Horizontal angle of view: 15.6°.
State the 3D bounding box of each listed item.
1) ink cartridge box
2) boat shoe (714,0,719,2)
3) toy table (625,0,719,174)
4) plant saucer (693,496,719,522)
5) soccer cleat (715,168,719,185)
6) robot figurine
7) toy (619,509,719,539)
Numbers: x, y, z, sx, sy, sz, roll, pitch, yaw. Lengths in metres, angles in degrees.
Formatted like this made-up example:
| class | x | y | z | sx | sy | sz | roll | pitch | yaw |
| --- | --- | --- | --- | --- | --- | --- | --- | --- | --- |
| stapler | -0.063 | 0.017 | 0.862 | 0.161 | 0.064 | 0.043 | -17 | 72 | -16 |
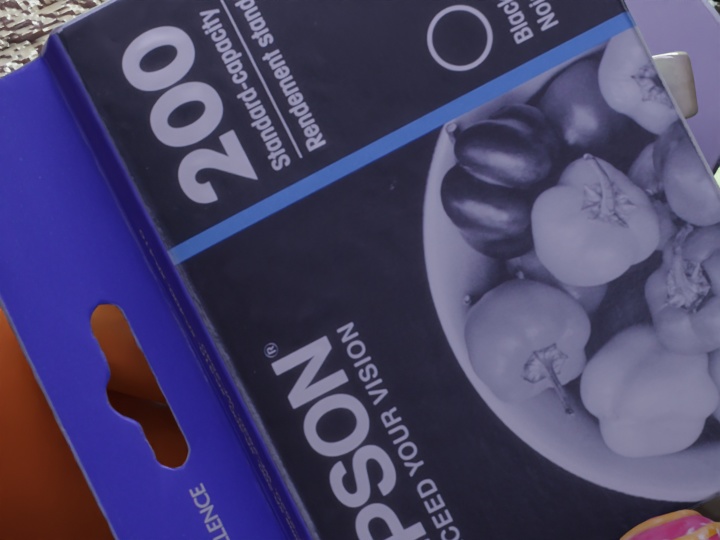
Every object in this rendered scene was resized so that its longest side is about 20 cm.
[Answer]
| class | x | y | z | sx | sy | sz | roll | pitch | yaw |
| --- | --- | --- | --- | --- | --- | --- | --- | --- | --- |
| ink cartridge box | 0.000 | 0.000 | 0.725 | 0.199 | 0.043 | 0.199 | -28 | 88 | 4 |
| boat shoe | 0.159 | -0.124 | 1.022 | 0.060 | 0.076 | 0.200 | -32 | 39 | -20 |
| toy table | 0.015 | -0.042 | 0.816 | 0.199 | 0.117 | 0.185 | -22 | 90 | 15 |
| plant saucer | 0.062 | 0.130 | 0.799 | 0.199 | 0.030 | 0.201 | -14 | 51 | 17 |
| soccer cleat | 0.200 | -0.040 | 0.943 | 0.199 | 0.068 | 0.081 | -11 | 39 | 0 |
| robot figurine | -0.108 | 0.044 | 0.831 | 0.199 | 0.144 | 0.117 | 19 | 26 | -37 |
| toy | 0.069 | 0.092 | 0.673 | 0.115 | 0.200 | 0.047 | -25 | 79 | 6 |
